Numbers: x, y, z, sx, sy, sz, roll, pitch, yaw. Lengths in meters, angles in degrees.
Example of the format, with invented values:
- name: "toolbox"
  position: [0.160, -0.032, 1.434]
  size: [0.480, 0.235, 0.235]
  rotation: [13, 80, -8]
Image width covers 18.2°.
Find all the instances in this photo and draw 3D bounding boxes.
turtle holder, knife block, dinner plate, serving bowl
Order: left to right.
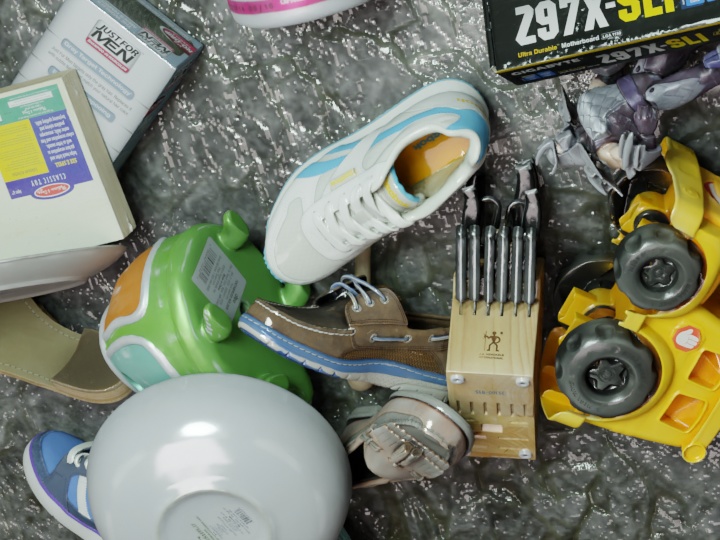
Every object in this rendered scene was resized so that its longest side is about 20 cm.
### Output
- name: "dinner plate"
  position: [-0.275, 0.009, 1.715]
  size: [0.200, 0.200, 0.024]
  rotation: [-13, 86, 24]
- name: "turtle holder"
  position: [-0.113, 0.049, 1.722]
  size: [0.132, 0.185, 0.141]
  rotation: [-20, 63, 30]
- name: "serving bowl"
  position: [-0.106, 0.174, 1.665]
  size: [0.200, 0.066, 0.200]
  rotation: [0, 123, 0]
- name: "knife block"
  position: [0.103, 0.023, 1.655]
  size: [0.064, 0.176, 0.200]
  rotation: [4, 149, 8]

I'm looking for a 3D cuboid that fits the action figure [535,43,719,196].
- name: "action figure"
  position: [0.201, -0.130, 1.542]
  size: [0.200, 0.130, 0.069]
  rotation: [-34, 139, 16]

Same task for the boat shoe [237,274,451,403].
- name: "boat shoe"
  position: [-0.003, 0.041, 1.664]
  size: [0.072, 0.200, 0.072]
  rotation: [29, 99, 48]

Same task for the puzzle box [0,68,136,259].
- name: "puzzle box"
  position: [-0.280, -0.067, 1.712]
  size: [0.200, 0.025, 0.133]
  rotation: [-12, 108, 25]

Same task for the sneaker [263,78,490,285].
- name: "sneaker"
  position: [0.007, -0.057, 1.614]
  size: [0.200, 0.081, 0.077]
  rotation: [-40, 109, 17]

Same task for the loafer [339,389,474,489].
- name: "loafer"
  position: [0.025, 0.136, 1.675]
  size: [0.072, 0.063, 0.200]
  rotation: [41, 163, -8]

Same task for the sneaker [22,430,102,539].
- name: "sneaker"
  position: [-0.177, 0.155, 1.788]
  size: [0.200, 0.081, 0.147]
  rotation: [43, 124, 27]

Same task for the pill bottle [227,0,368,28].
- name: "pill bottle"
  position: [-0.058, -0.278, 1.561]
  size: [0.113, 0.113, 0.200]
  rotation: [-7, 110, 22]

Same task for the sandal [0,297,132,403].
- name: "sandal"
  position: [-0.261, 0.069, 1.807]
  size: [0.212, 0.078, 0.070]
  rotation: [21, 152, 28]

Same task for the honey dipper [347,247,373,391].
- name: "honey dipper"
  position: [0.000, 0.000, 1.702]
  size: [0.038, 0.038, 0.200]
  rotation: [9, 114, 16]

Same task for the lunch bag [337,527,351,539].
- name: "lunch bag"
  position: [-0.068, 0.299, 1.798]
  size: [0.200, 0.077, 0.160]
  rotation: [-50, 56, 27]

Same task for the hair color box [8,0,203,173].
- name: "hair color box"
  position: [-0.216, -0.120, 1.716]
  size: [0.099, 0.061, 0.200]
  rotation: [38, 120, 1]

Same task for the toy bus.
- name: "toy bus"
  position: [0.243, 0.034, 1.590]
  size: [0.192, 0.136, 0.200]
  rotation: [23, 117, -6]

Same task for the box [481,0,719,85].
- name: "box"
  position: [0.176, -0.222, 1.500]
  size: [0.200, 0.049, 0.160]
  rotation: [-10, 79, 23]
